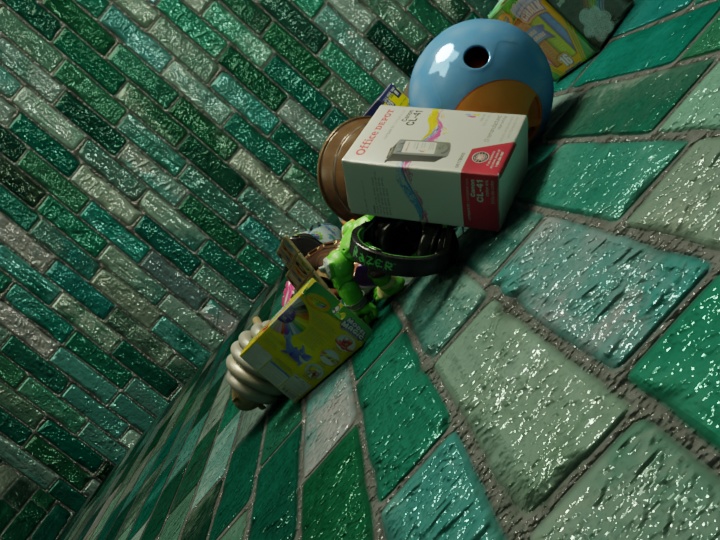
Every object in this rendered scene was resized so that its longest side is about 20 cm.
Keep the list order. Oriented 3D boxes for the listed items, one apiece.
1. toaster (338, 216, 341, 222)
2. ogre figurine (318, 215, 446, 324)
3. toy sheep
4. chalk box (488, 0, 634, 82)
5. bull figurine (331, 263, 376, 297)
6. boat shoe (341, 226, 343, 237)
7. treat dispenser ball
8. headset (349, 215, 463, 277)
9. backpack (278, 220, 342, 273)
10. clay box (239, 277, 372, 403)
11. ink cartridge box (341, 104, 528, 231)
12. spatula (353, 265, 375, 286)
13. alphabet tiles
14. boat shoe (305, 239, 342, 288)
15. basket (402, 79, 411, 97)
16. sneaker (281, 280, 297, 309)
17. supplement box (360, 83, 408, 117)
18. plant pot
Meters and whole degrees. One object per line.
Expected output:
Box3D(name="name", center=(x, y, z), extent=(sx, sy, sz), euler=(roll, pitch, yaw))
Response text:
Box3D(name="toaster", center=(0.013, -0.200, 1.588), extent=(0.118, 0.201, 0.181), euler=(-13, -4, -18))
Box3D(name="ogre figurine", center=(0.028, -0.028, 1.054), extent=(0.200, 0.120, 0.098), euler=(-41, 31, 23))
Box3D(name="toy sheep", center=(-0.160, 0.148, 1.244), extent=(0.138, 0.138, 0.200), euler=(-102, 37, -79))
Box3D(name="chalk box", center=(0.293, -0.421, 1.150), extent=(0.125, 0.200, 0.124), euler=(-52, 9, -18))
Box3D(name="bull figurine", center=(0.000, 0.000, 1.293), extent=(0.121, 0.065, 0.200), euler=(-48, 10, -18))
Box3D(name="boat shoe", center=(0.022, -0.068, 1.466), extent=(0.071, 0.070, 0.201), euler=(-8, 2, 15))
Box3D(name="treat dispenser ball", center=(0.168, -0.246, 1.033), extent=(0.201, 0.201, 0.201), euler=(-48, 9, 10))
Box3D(name="headset", center=(0.073, -0.051, 0.933), extent=(0.200, 0.123, 0.094), euler=(-23, -52, -50))
Box3D(name="backpack", center=(-0.080, -0.023, 1.557), extent=(0.154, 0.163, 0.200), euler=(-42, 1, -5))
Box3D(name="clay box", center=(-0.075, 0.098, 1.077), extent=(0.200, 0.115, 0.048), euler=(-43, 10, 33))
Box3D(name="ink cartridge box", center=(0.096, -0.132, 0.922), extent=(0.148, 0.199, 0.086), euler=(-60, -29, -43))
Box3D(name="spatula", center=(0.022, -0.044, 1.121), extent=(0.021, 0.056, 0.200), euler=(-101, 12, -48))
Box3D(name="alphabet tiles", center=(-0.078, 0.030, 1.172), extent=(0.008, 0.167, 0.200), euler=(-39, -1, -15))
Box3D(name="boat shoe", center=(-0.051, -0.010, 1.180), extent=(0.200, 0.070, 0.071), euler=(-6, 66, 70))
Box3D(name="basket", center=(0.149, -0.305, 1.586), extent=(0.136, 0.181, 0.200), euler=(-11, 31, 16))
Box3D(name="sneaker", center=(-0.113, 0.111, 1.356), extent=(0.081, 0.088, 0.200), euler=(-115, 43, -63))
Box3D(name="supplement box", center=(0.089, -0.248, 1.445), extent=(0.110, 0.200, 0.109), euler=(-44, 11, 32))
Box3D(name="plant pot", center=(0.054, -0.167, 1.270), extent=(0.200, 0.200, 0.198), euler=(-51, 25, -9))
